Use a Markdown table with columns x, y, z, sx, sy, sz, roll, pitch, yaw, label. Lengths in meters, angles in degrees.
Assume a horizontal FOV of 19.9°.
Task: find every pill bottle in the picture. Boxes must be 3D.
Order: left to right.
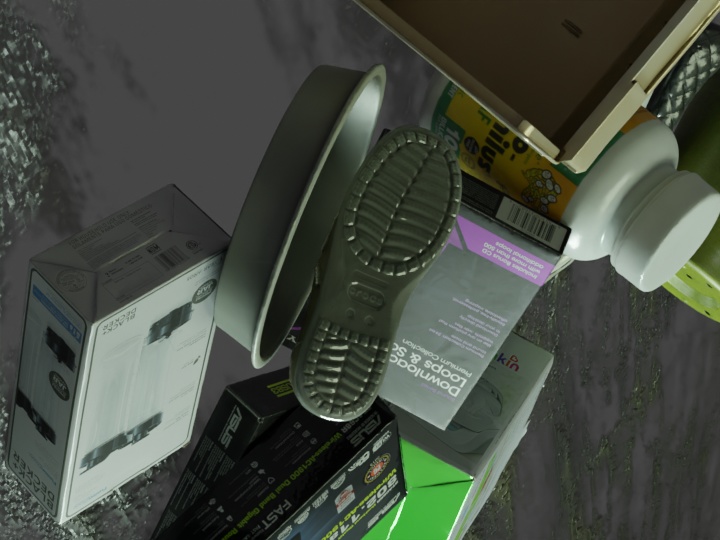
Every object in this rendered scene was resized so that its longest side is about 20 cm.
| x | y | z | sx | sy | sz | roll | pitch | yaw | label |
| --- | --- | --- | --- | --- | --- | --- | --- | --- | --- |
| 0.145 | -0.078 | 1.401 | 0.113 | 0.200 | 0.113 | -40 | 157 | -21 | pill bottle |

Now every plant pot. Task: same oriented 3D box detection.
| x | y | z | sx | sy | sz | roll | pitch | yaw | label |
| --- | --- | --- | --- | --- | --- | --- | --- | --- | --- |
| 0.331 | -0.063 | 1.745 | 0.193 | 0.200 | 0.200 | -51 | 158 | -8 | plant pot |

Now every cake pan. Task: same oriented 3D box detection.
| x | y | z | sx | sy | sz | roll | pitch | yaw | label |
| --- | --- | --- | --- | --- | --- | --- | --- | --- | --- |
| -0.039 | -0.039 | 1.253 | 0.200 | 0.037 | 0.201 | 22 | 90 | -85 | cake pan |

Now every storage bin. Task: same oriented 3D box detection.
| x | y | z | sx | sy | sz | roll | pitch | yaw | label |
| --- | --- | --- | --- | --- | --- | --- | --- | --- | --- |
| 0.103 | -0.191 | 1.146 | 0.200 | 0.198 | 0.094 | -50 | 162 | 4 | storage bin |

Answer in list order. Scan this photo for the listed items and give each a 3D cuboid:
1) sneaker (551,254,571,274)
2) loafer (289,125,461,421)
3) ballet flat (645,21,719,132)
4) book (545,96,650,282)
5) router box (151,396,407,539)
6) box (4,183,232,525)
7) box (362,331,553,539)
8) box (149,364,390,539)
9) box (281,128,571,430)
| x | y | z | sx | sy | sz | roll | pitch | yaw | label |
| --- | --- | --- | --- | --- | --- | --- | --- | --- | --- |
| 0.078 | -0.010 | 1.583 | 0.200 | 0.077 | 0.085 | -39 | 122 | 8 | sneaker |
| 0.000 | 0.000 | 1.292 | 0.201 | 0.075 | 0.070 | -65 | -164 | -16 | loafer |
| 0.252 | -0.120 | 1.703 | 0.067 | 0.057 | 0.200 | -92 | -161 | -51 | ballet flat |
| 0.166 | -0.075 | 1.663 | 0.133 | 0.048 | 0.200 | -28 | 148 | -45 | book |
| -0.056 | 0.185 | 1.528 | 0.200 | 0.062 | 0.150 | -42 | 157 | -16 | router box |
| -0.151 | 0.054 | 1.259 | 0.116 | 0.060 | 0.200 | -32 | 152 | -35 | box |
| 0.067 | 0.165 | 1.736 | 0.177 | 0.096 | 0.200 | -52 | 167 | -45 | box |
| -0.069 | 0.155 | 1.595 | 0.193 | 0.047 | 0.200 | -18 | 142 | -55 | box |
| 0.038 | 0.011 | 1.405 | 0.200 | 0.143 | 0.036 | -61 | -178 | 44 | box |
